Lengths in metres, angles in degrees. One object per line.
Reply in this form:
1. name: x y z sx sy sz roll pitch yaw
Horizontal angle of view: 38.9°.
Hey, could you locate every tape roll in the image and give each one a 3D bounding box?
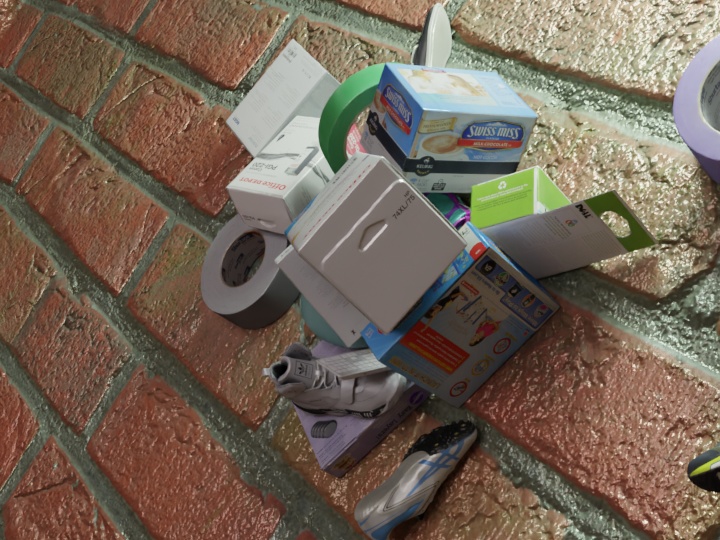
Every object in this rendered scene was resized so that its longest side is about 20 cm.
1. tape roll: -0.178 -0.006 1.719 0.198 0.066 0.203 -22 54 32
2. tape roll: 0.486 -0.199 1.228 0.198 0.085 0.203 -21 53 30
3. tape roll: 0.034 -0.215 1.554 0.200 0.200 0.048 -42 46 13

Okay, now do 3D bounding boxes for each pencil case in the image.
1. pencil case: 0.110 -0.098 1.502 0.093 0.084 0.201 -56 41 23

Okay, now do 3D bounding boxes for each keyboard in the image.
1. keyboard: 0.034 0.116 1.380 0.056 0.198 0.011 34 121 43

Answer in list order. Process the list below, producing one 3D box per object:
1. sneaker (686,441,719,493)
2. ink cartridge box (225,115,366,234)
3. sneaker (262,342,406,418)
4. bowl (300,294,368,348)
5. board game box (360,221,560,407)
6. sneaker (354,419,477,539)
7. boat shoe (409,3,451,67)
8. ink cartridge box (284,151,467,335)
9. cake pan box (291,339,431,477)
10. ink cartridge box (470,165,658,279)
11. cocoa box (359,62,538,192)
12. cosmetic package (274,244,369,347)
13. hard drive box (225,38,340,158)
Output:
1. sneaker: 0.430 0.162 1.082 0.199 0.074 0.081 -36 40 10
2. ink cartridge box: -0.101 -0.158 1.672 0.144 0.085 0.201 13 53 41
3. sneaker: -0.040 0.150 1.394 0.198 0.115 0.076 -10 59 36
4. bowl: 0.000 0.000 1.470 0.197 0.106 0.203 -7 46 7
5. board game box: 0.131 0.063 1.304 0.196 0.199 0.056 -45 47 10
6. sneaker: 0.080 0.275 1.333 0.200 0.073 0.072 -43 15 -3
7. boat shoe: 0.108 -0.340 1.662 0.060 0.074 0.204 -7 70 33
8. ink cartridge box: 0.012 -0.040 1.232 0.147 0.146 0.200 -47 12 1
9. cake pan box: -0.008 0.165 1.477 0.200 0.052 0.185 -45 46 12
10. ink cartridge box: 0.260 -0.069 1.306 0.198 0.147 0.077 -17 54 33
11. cocoa box: 0.124 -0.200 1.442 0.134 0.197 0.133 57 139 43
12. cosmetic package: 0.007 -0.022 1.361 0.199 0.151 0.052 -41 10 -1
13. hard drive box: -0.133 -0.292 1.841 0.200 0.077 0.156 -48 43 8
